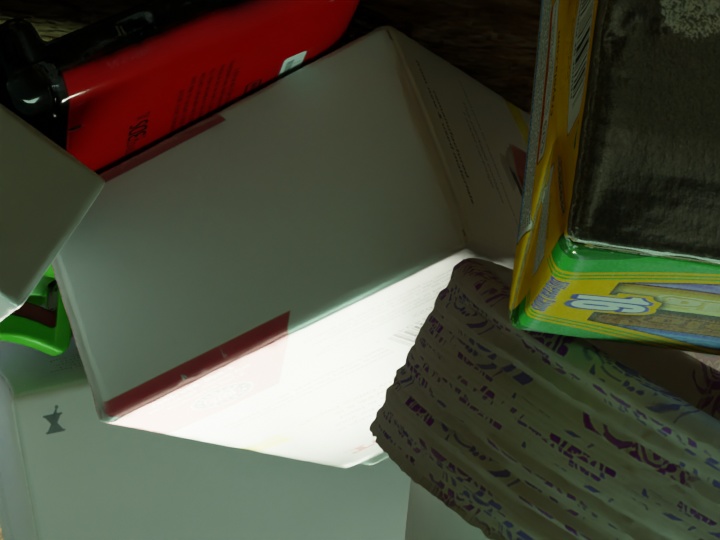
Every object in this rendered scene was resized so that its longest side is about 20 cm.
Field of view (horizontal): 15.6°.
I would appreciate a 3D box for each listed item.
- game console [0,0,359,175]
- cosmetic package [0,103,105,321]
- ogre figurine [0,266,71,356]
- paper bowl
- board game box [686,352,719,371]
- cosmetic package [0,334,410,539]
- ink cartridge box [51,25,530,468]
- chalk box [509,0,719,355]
[{"bbox_3d":[-0.102,-0.094,0.855,0.171,0.119,0.200,-23,175,-10],"label":"game console"},{"bbox_3d":[-0.184,-0.055,0.808,0.200,0.052,0.151,37,162,-9],"label":"cosmetic package"},{"bbox_3d":[-0.111,-0.016,1.068,0.119,0.099,0.199,-1,-173,-35],"label":"ogre figurine"},{"bbox_3d":[0.094,0.086,0.805,0.200,0.105,0.201,30,-175,-3],"label":"paper bowl"},{"bbox_3d":[0.189,0.075,1.517,0.199,0.044,0.199,4,170,16],"label":"board game box"},{"bbox_3d":[-0.060,0.075,1.168,0.198,0.124,0.200,-12,-171,-12],"label":"cosmetic package"},{"bbox_3d":[0.000,0.000,0.942,0.145,0.084,0.200,-27,162,17],"label":"ink cartridge box"},{"bbox_3d":[0.149,-0.040,0.685,0.198,0.125,0.124,9,169,-3],"label":"chalk box"}]
